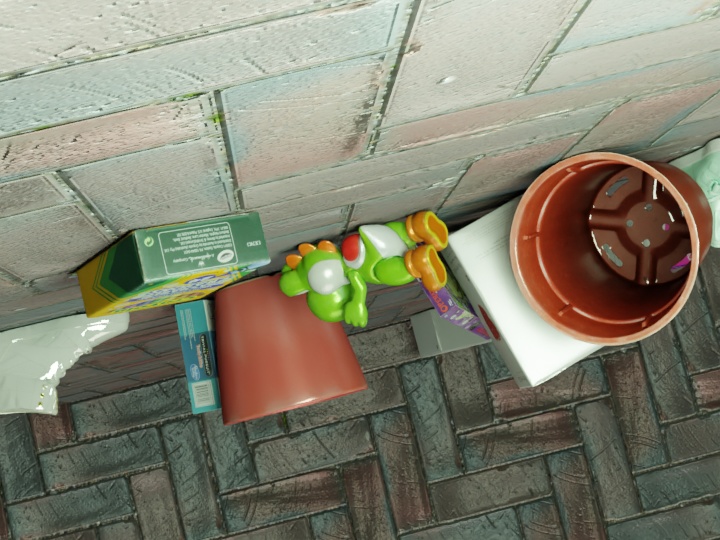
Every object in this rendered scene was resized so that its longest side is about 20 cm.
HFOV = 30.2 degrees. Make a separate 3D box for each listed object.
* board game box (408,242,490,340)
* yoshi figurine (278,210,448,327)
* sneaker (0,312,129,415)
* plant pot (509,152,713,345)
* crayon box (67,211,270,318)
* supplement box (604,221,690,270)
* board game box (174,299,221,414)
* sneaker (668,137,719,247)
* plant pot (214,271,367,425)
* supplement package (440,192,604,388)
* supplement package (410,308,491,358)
[{"bbox_3d":[0.110,0.020,1.671,0.032,0.120,0.200,-40,157,9],"label":"board game box"},{"bbox_3d":[0.007,0.005,1.535,0.200,0.112,0.112,-13,-178,24],"label":"yoshi figurine"},{"bbox_3d":[-0.376,0.120,1.661,0.199,0.116,0.074,-15,173,-9],"label":"sneaker"},{"bbox_3d":[0.290,-0.036,1.452,0.200,0.201,0.195,-17,-179,29],"label":"plant pot"},{"bbox_3d":[-0.185,0.000,1.261,0.125,0.052,0.200,-11,174,-31],"label":"crayon box"},{"bbox_3d":[0.477,-0.035,2.316,0.101,0.104,0.200,-10,172,-26],"label":"supplement box"},{"bbox_3d":[-0.198,0.121,1.905,0.047,0.151,0.200,-11,176,12],"label":"board game box"},{"bbox_3d":[0.431,-0.092,1.539,0.074,0.119,0.200,-11,172,-17],"label":"sneaker"},{"bbox_3d":[-0.107,0.099,1.789,0.200,0.178,0.200,-14,174,-2],"label":"plant pot"},{"bbox_3d":[0.196,0.025,1.581,0.120,0.200,0.121,-30,175,-4],"label":"supplement package"},{"bbox_3d":[0.252,0.147,3.474,0.200,0.118,0.117,-12,175,-28],"label":"supplement package"}]
